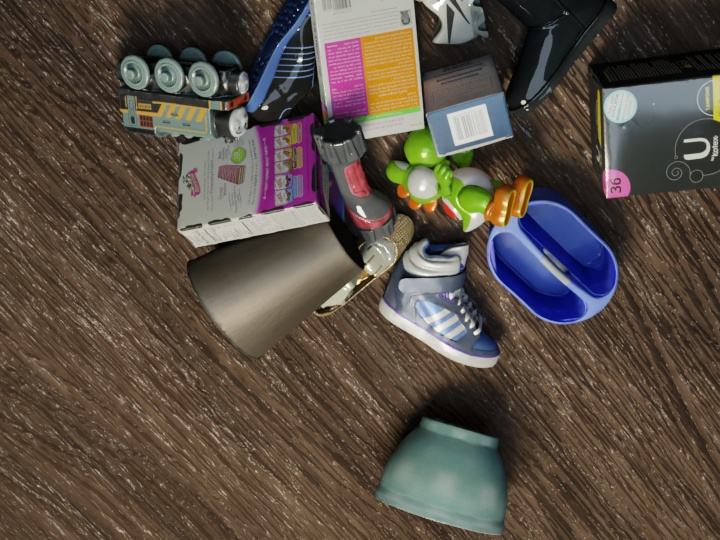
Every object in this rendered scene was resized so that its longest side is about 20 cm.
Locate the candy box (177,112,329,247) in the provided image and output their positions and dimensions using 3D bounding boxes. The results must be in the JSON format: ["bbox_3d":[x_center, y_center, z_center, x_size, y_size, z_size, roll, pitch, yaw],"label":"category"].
[{"bbox_3d":[-0.142,-0.118,1.606,0.197,0.138,0.061,-9,154,15],"label":"candy box"}]

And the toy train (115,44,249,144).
[{"bbox_3d":[-0.232,-0.229,1.583,0.198,0.085,0.115,9,117,23],"label":"toy train"}]

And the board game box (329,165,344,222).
[{"bbox_3d":[-0.101,-0.098,1.681,0.156,0.039,0.202,1,113,1],"label":"board game box"}]

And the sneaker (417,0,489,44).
[{"bbox_3d":[0.101,-0.381,1.535,0.087,0.074,0.202,-13,112,5],"label":"sneaker"}]

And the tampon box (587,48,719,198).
[{"bbox_3d":[0.406,-0.193,1.580,0.197,0.127,0.152,-6,113,5],"label":"tampon box"}]

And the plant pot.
[{"bbox_3d":[0.132,0.293,1.778,0.198,0.200,0.136,17,86,-6],"label":"plant pot"}]

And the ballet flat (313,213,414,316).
[{"bbox_3d":[0.000,0.000,1.707,0.070,0.065,0.200,42,108,-18],"label":"ballet flat"}]

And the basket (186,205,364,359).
[{"bbox_3d":[-0.106,0.002,1.649,0.199,0.137,0.181,-33,128,11],"label":"basket"}]

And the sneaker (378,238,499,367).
[{"bbox_3d":[0.138,0.037,1.711,0.198,0.081,0.147,28,114,-6],"label":"sneaker"}]

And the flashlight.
[{"bbox_3d":[0.000,-0.121,1.608,0.068,0.068,0.201,-42,146,-17],"label":"flashlight"}]

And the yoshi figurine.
[{"bbox_3d":[0.127,-0.134,1.612,0.198,0.113,0.113,20,157,27],"label":"yoshi figurine"}]

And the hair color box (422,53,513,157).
[{"bbox_3d":[0.134,-0.213,1.538,0.099,0.200,0.061,-14,112,8],"label":"hair color box"}]

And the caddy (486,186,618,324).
[{"bbox_3d":[0.263,-0.018,1.670,0.200,0.105,0.141,41,108,-15],"label":"caddy"}]

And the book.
[{"bbox_3d":[0.008,-0.274,1.569,0.132,0.048,0.202,-13,118,-13],"label":"book"}]

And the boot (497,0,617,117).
[{"bbox_3d":[0.210,-0.322,1.555,0.167,0.077,0.201,36,103,-17],"label":"boot"}]

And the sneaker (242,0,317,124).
[{"bbox_3d":[-0.084,-0.284,1.592,0.077,0.070,0.201,22,109,-30],"label":"sneaker"}]
